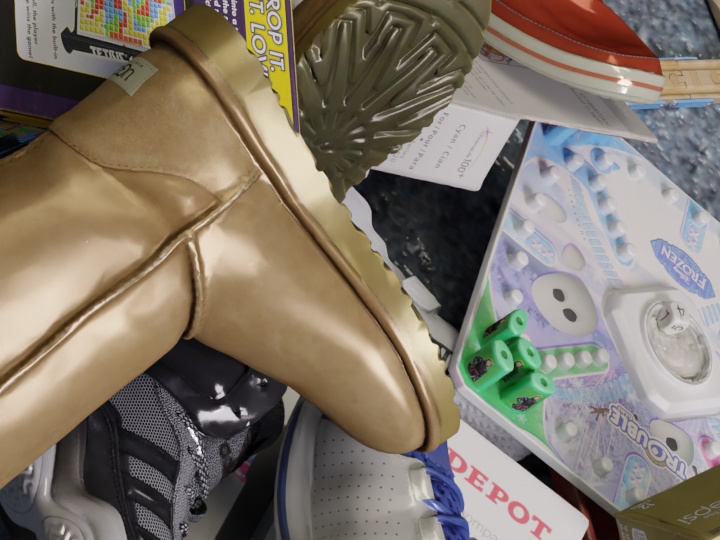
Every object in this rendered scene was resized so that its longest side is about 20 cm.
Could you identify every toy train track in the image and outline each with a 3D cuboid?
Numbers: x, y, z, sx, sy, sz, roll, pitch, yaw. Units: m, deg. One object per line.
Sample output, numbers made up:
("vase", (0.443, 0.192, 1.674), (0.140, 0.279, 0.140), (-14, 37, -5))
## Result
("toy train track", (0.184, -0.104, 1.155), (0.199, 0.033, 0.115), (-5, 66, -33))

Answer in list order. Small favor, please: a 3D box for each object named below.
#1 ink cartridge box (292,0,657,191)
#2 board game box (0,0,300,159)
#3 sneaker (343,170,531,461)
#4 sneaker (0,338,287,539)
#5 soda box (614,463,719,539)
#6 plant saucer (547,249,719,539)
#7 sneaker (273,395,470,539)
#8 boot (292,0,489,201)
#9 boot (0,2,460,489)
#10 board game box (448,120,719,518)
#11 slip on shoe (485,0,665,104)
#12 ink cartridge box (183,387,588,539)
("ink cartridge box", (0.014, -0.111, 0.994), (0.175, 0.045, 0.200), (9, 33, -39))
("board game box", (-0.101, -0.132, 0.743), (0.165, 0.056, 0.202), (11, 70, -45))
("sneaker", (0.000, 0.000, 0.951), (0.199, 0.075, 0.115), (27, 55, -12))
("sneaker", (-0.067, 0.082, 0.759), (0.113, 0.076, 0.201), (-12, 63, -32))
("soda box", (0.166, 0.183, 0.895), (0.067, 0.064, 0.201), (-21, 103, -25))
("plant saucer", (0.154, 0.093, 1.007), (0.199, 0.037, 0.201), (6, 61, -38))
("sneaker", (0.029, 0.125, 0.749), (0.081, 0.114, 0.201), (47, 45, -51))
("boot", (-0.051, -0.110, 0.873), (0.066, 0.175, 0.201), (25, 27, -42))
("boot", (-0.088, 0.038, 0.684), (0.200, 0.066, 0.176), (-38, 109, -13))
("board game box", (0.141, 0.033, 0.983), (0.200, 0.026, 0.201), (39, 43, -17))
("slip on shoe", (0.068, -0.143, 0.989), (0.074, 0.061, 0.200), (3, 39, -47))
("ink cartridge box", (-0.020, 0.139, 0.852), (0.147, 0.086, 0.200), (38, 52, -6))
